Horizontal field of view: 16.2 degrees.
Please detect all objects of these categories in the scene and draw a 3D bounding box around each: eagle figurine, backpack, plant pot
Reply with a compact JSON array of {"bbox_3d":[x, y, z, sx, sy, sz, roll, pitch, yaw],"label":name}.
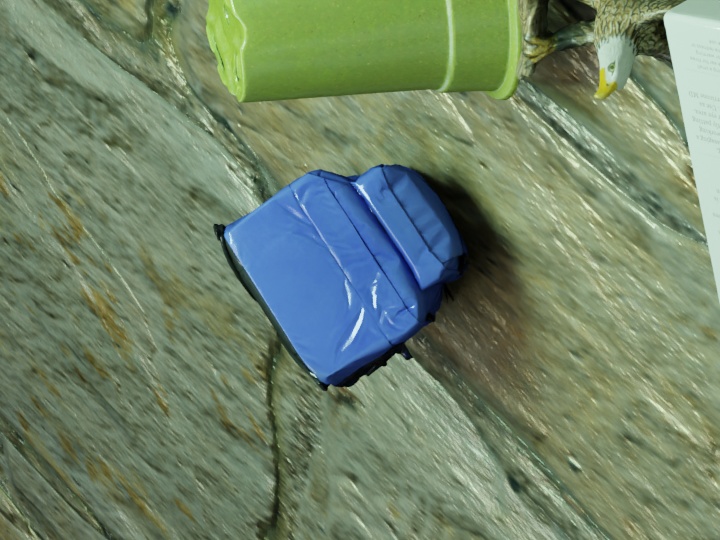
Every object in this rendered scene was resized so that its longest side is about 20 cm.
[{"bbox_3d":[0.192,-0.158,1.612,0.200,0.151,0.152,5,170,23],"label":"eagle figurine"},{"bbox_3d":[0.000,0.000,1.996,0.163,0.168,0.200,62,-176,4],"label":"backpack"},{"bbox_3d":[-0.009,-0.196,1.733,0.200,0.190,0.200,167,90,-78],"label":"plant pot"}]

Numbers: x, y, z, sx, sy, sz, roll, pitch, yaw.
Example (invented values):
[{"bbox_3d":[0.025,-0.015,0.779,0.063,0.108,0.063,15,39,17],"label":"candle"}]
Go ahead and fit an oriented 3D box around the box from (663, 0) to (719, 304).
[{"bbox_3d":[0.282,-0.083,1.476,0.106,0.152,0.200,19,132,50],"label":"box"}]
